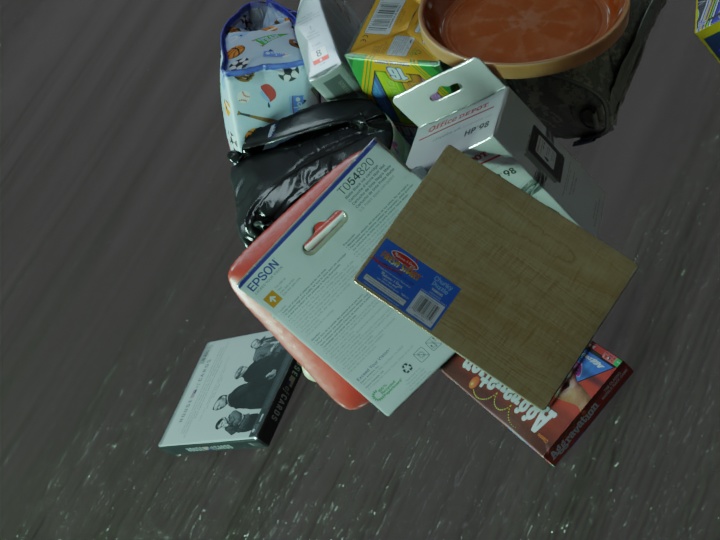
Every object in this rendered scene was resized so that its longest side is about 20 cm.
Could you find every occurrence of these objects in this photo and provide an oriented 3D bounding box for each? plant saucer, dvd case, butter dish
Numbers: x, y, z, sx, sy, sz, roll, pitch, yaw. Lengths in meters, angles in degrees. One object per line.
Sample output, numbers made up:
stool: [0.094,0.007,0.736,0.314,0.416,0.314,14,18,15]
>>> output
plant saucer: [0.154,-0.241,1.206,0.198,0.032,0.201,-6,44,6]
dvd case: [-0.143,0.139,1.471,0.199,0.025,0.151,-13,45,49]
butter dish: [0.000,0.000,1.296,0.200,0.200,0.148,-41,9,9]

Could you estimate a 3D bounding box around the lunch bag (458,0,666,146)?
lunch bag: [0.209,-0.234,1.305,0.167,0.140,0.201,11,62,34]

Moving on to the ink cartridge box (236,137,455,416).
ink cartridge box: [0.021,0.005,1.185,0.200,0.200,0.041,-44,14,17]

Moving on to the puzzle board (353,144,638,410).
puzzle board: [0.115,0.004,1.098,0.151,0.199,0.017,-54,-14,-10]

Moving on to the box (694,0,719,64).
box: [0.366,-0.283,1.217,0.070,0.064,0.201,-24,36,37]

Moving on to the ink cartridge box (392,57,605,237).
ink cartridge box: [0.122,-0.093,1.188,0.115,0.200,0.067,-20,39,42]

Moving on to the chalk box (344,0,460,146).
chalk box: [0.091,-0.208,1.402,0.123,0.200,0.126,11,62,32]

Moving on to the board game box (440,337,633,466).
board game box: [0.149,0.088,1.124,0.103,0.019,0.200,-51,28,-1]

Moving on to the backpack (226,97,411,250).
backpack: [-0.035,-0.095,1.394,0.199,0.127,0.168,-27,49,11]

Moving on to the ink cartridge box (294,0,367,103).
ink cartridge box: [-0.030,-0.259,1.458,0.050,0.162,0.201,-29,57,13]

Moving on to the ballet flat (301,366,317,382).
ballet flat: [-0.038,0.042,1.406,0.069,0.069,0.201,-33,34,28]

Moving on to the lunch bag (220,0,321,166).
lunch bag: [-0.105,-0.211,1.522,0.123,0.171,0.201,-7,32,-6]
